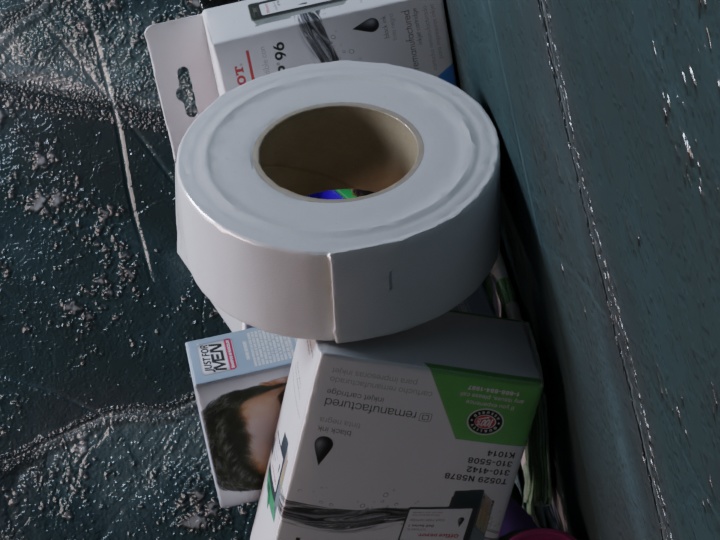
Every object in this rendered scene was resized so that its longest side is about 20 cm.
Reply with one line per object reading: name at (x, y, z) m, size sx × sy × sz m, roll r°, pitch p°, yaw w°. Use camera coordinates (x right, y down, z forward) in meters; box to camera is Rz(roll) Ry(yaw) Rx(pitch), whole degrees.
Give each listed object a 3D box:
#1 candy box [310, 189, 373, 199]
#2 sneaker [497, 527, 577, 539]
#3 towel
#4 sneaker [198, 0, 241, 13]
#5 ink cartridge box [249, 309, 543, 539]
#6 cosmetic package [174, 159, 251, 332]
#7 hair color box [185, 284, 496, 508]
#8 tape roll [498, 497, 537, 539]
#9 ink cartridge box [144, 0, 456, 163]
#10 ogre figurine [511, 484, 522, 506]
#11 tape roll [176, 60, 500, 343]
candy box at (0.000, 0.000, 1.642) m, size 0.200 × 0.077 × 0.170 m, roll 39°, pitch 137°, yaw 55°
sneaker at (0.123, 0.254, 1.496) m, size 0.088 × 0.081 × 0.201 m, roll -115°, pitch 21°, yaw -81°
towel at (0.094, 0.046, 1.577) m, size 0.153 × 0.023 × 0.201 m, roll 82°, pitch 174°, yaw -53°
sneaker at (-0.080, -0.173, 1.937) m, size 0.104 × 0.060 × 0.200 m, roll 69°, pitch 176°, yaw -49°
ink cartridge box at (0.019, 0.125, 1.461) m, size 0.084 × 0.145 × 0.201 m, roll -100°, pitch 21°, yaw -60°
cosmetic package at (-0.086, -0.031, 1.845) m, size 0.200 × 0.081 × 0.113 m, roll -131°, pitch 38°, yaw -58°
hair color box at (-0.007, 0.080, 1.520) m, size 0.061 × 0.199 × 0.099 m, roll -109°, pitch 7°, yaw -61°
tape roll at (0.047, 0.249, 1.640) m, size 0.085 × 0.199 × 0.201 m, roll -109°, pitch 7°, yaw -65°
ink cartridge box at (-0.038, -0.128, 1.586) m, size 0.068 × 0.199 × 0.116 m, roll -109°, pitch 7°, yaw -62°
ogre figurine at (0.067, 0.161, 1.723) m, size 0.098 × 0.200 × 0.120 m, roll -51°, pitch 10°, yaw 32°
tape roll at (-0.012, -0.046, 1.432) m, size 0.203 × 0.202 × 0.071 m, roll -107°, pitch 11°, yaw -50°
